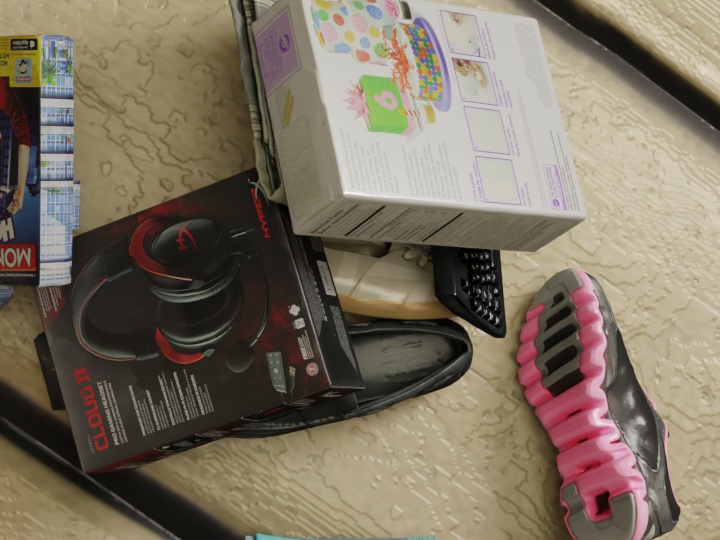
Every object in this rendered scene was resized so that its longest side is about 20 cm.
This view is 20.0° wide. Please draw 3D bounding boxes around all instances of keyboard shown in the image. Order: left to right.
[{"bbox_3d":[0.072,-0.062,1.364,0.104,0.039,0.202,27,49,-46],"label":"keyboard"}]

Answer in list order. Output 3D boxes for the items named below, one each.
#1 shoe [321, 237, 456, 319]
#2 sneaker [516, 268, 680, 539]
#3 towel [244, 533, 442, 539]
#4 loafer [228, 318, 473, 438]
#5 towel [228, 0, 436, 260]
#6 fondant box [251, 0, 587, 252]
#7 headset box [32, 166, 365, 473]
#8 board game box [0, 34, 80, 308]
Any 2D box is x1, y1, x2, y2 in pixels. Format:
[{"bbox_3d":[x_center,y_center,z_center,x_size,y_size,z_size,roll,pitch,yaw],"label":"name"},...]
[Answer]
[{"bbox_3d":[0.000,0.000,1.379,0.198,0.070,0.054,4,97,-9],"label":"shoe"},{"bbox_3d":[0.172,0.097,1.413,0.095,0.079,0.202,3,71,-45],"label":"sneaker"},{"bbox_3d":[0.003,0.243,1.307,0.145,0.201,0.022,3,126,-12],"label":"towel"},{"bbox_3d":[-0.021,0.067,1.367,0.198,0.070,0.069,-12,86,-11],"label":"loafer"},{"bbox_3d":[-0.013,-0.109,1.338,0.199,0.034,0.194,20,55,-49],"label":"towel"},{"bbox_3d":[0.038,-0.093,1.277,0.199,0.058,0.146,4,65,-39],"label":"fondant box"},{"bbox_3d":[-0.116,0.037,1.312,0.198,0.075,0.150,-19,81,16],"label":"headset box"},{"bbox_3d":[-0.244,-0.046,1.294,0.061,0.199,0.202,-5,97,-47],"label":"board game box"}]
